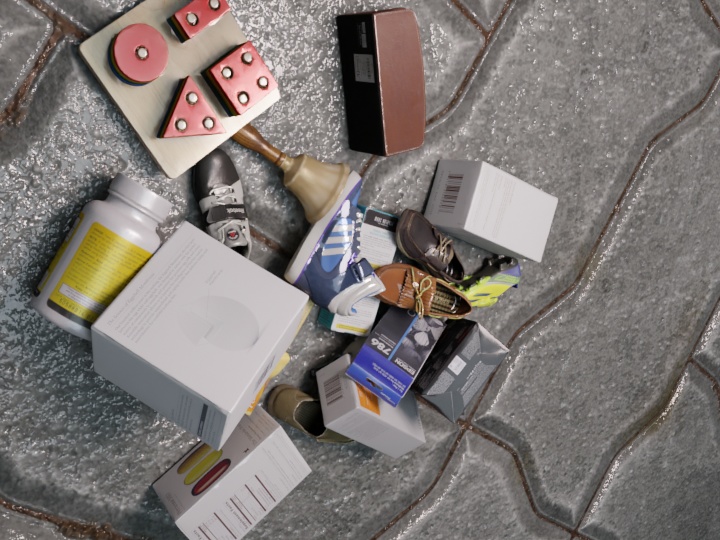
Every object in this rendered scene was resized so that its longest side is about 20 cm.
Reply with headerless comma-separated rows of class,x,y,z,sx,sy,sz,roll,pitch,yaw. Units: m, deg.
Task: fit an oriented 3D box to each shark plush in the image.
shark plush,0.013,0.158,1.301,0.198,0.091,0.084,-24,147,-32

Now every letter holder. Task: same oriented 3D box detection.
letter holder,0.057,-0.292,1.181,0.140,0.100,0.204,-17,112,-30

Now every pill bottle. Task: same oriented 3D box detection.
pill bottle,-0.327,-0.019,0.997,0.111,0.111,0.202,32,86,-35

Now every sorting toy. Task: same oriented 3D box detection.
sorting toy,-0.223,-0.258,1.005,0.198,0.069,0.202,-40,113,-17

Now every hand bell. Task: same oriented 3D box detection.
hand bell,-0.122,-0.167,1.120,0.199,0.104,0.105,34,84,-23

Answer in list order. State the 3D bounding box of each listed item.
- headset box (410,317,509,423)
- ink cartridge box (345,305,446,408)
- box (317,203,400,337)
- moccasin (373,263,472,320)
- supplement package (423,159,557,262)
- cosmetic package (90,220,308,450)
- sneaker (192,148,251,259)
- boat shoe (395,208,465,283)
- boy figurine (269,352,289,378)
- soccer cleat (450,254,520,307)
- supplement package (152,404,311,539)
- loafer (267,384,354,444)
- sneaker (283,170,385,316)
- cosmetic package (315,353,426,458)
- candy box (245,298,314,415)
headset box,0.151,0.158,1.302,0.075,0.200,0.149,39,85,-6
ink cartridge box,0.061,0.125,1.249,0.200,0.099,0.039,-52,173,-49
box,0.000,0.000,1.255,0.081,0.049,0.204,14,96,-36
moccasin,0.100,0.040,1.257,0.199,0.077,0.075,24,89,-34
supplement package,0.223,-0.102,1.327,0.198,0.117,0.119,19,86,-35
cosmetic package,-0.206,0.081,1.000,0.198,0.124,0.200,31,53,4
sneaker,-0.186,-0.070,1.092,0.073,0.088,0.204,-15,110,-27
boat shoe,0.123,-0.039,1.280,0.200,0.072,0.076,43,64,-53
boy figurine,-0.197,0.134,1.089,0.197,0.064,0.127,-13,81,-29
soccer cleat,0.215,0.041,1.400,0.198,0.064,0.085,-27,119,-25
supplement package,-0.195,0.317,1.177,0.199,0.113,0.111,-41,123,-18
loafer,-0.063,0.247,1.272,0.198,0.067,0.077,23,91,-35
sneaker,-0.011,-0.031,1.182,0.145,0.080,0.202,33,81,-10
cosmetic package,0.019,0.227,1.272,0.071,0.103,0.199,-31,139,22
candy box,-0.169,0.102,1.168,0.115,0.055,0.202,33,85,-33
